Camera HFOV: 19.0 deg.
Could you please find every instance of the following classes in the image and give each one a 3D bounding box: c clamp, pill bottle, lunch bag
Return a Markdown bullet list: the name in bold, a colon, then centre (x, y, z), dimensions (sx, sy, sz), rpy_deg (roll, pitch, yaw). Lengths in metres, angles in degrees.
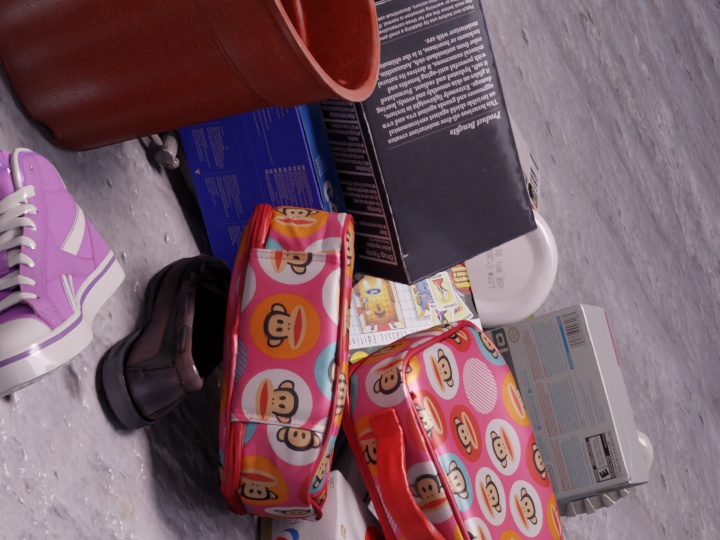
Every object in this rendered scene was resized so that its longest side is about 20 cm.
- **c clamp**: centre (-0.115, -0.119, 1.575), dimensions (0.171, 0.027, 0.200), rpy_deg (62, 22, -27)
- **pill bottle**: centre (0.105, -0.003, 1.812), dimensions (0.200, 0.109, 0.109), rpy_deg (83, -9, -87)
- **lunch bag**: centre (0.062, 0.145, 1.535), dimensions (0.176, 0.082, 0.200), rpy_deg (-23, 93, -62)
- **lunch bag**: centre (-0.045, 0.065, 1.428), dimensions (0.176, 0.082, 0.200), rpy_deg (84, 12, -76)

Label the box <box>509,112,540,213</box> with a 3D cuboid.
- **box**: centre (0.136, -0.139, 2.259), dimensions (0.110, 0.035, 0.200), rpy_deg (-83, 149, -49)

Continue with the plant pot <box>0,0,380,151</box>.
- **plant pot**: centre (-0.117, -0.173, 1.362), dimensions (0.201, 0.195, 0.201), rpy_deg (52, 28, -44)

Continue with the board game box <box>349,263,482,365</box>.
- **board game box**: centre (0.010, 0.045, 1.635), dimensions (0.200, 0.023, 0.105), rpy_deg (-7, 80, -38)

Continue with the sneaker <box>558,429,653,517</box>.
- **sneaker**: centre (0.153, 0.168, 1.803), dimensions (0.076, 0.200, 0.081), rpy_deg (63, 24, -13)

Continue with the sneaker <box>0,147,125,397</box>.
- **sneaker**: centre (-0.199, -0.004, 1.199), dimensions (0.114, 0.073, 0.200), rpy_deg (63, 11, -16)

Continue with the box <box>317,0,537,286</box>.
- **box**: centre (0.011, -0.110, 1.573), dimensions (0.200, 0.123, 0.199), rpy_deg (14, -58, 61)

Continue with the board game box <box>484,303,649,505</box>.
- **board game box**: centre (0.115, 0.124, 1.731), dimensions (0.064, 0.200, 0.148), rpy_deg (8, 67, -67)

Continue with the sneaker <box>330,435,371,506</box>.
- **sneaker**: centre (0.023, 0.140, 1.632), dimensions (0.071, 0.073, 0.200), rpy_deg (30, 25, -1)

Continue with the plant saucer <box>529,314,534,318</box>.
- **plant saucer**: centre (0.148, 0.090, 2.091), dimensions (0.200, 0.031, 0.200), rpy_deg (-15, 90, -74)

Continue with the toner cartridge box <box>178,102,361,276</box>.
- **toner cartridge box**: centre (-0.070, -0.081, 1.507), dimensions (0.043, 0.095, 0.200), rpy_deg (-53, 133, -61)

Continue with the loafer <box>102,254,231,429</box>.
- **loafer**: centre (-0.107, 0.042, 1.405), dimensions (0.072, 0.063, 0.200), rpy_deg (66, 21, -17)

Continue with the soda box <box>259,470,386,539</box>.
- **soda box**: centre (0.000, 0.230, 1.538), dimensions (0.068, 0.064, 0.200), rpy_deg (-90, 155, -43)
